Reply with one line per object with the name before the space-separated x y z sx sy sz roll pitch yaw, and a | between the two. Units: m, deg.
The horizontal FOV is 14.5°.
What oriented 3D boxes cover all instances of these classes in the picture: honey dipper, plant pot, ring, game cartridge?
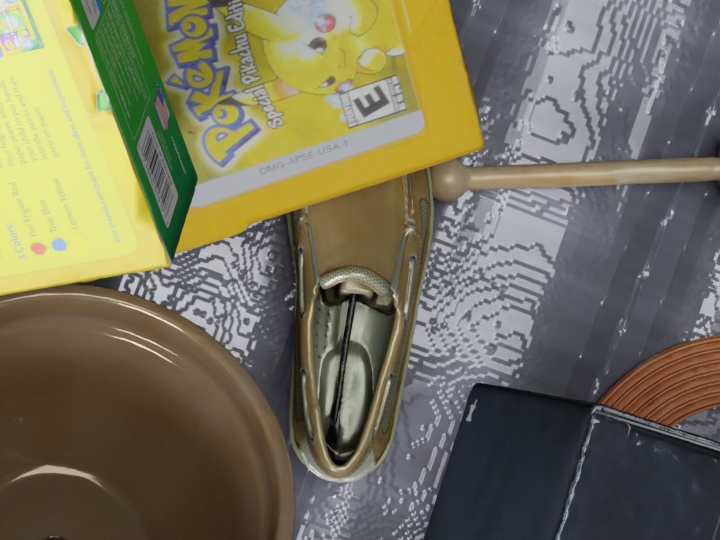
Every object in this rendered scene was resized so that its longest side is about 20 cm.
honey dipper | 0.129 -0.050 1.393 0.200 0.038 0.038 -1 90 -9
plant pot | -0.135 0.114 1.283 0.200 0.093 0.201 5 64 -10
ring | 0.192 0.132 1.413 0.200 0.019 0.201 0 91 -13
game cartridge | -0.057 -0.097 1.254 0.200 0.032 0.177 -20 126 -5

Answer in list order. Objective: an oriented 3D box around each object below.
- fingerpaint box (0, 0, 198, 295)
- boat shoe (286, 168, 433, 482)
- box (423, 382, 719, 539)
fingerpaint box | -0.179 -0.088 1.176 0.167 0.073 0.200 -10 123 15
boat shoe | 0.000 0.000 1.334 0.072 0.076 0.200 0 89 0
box | 0.148 0.138 1.291 0.196 0.200 0.124 20 86 -12
